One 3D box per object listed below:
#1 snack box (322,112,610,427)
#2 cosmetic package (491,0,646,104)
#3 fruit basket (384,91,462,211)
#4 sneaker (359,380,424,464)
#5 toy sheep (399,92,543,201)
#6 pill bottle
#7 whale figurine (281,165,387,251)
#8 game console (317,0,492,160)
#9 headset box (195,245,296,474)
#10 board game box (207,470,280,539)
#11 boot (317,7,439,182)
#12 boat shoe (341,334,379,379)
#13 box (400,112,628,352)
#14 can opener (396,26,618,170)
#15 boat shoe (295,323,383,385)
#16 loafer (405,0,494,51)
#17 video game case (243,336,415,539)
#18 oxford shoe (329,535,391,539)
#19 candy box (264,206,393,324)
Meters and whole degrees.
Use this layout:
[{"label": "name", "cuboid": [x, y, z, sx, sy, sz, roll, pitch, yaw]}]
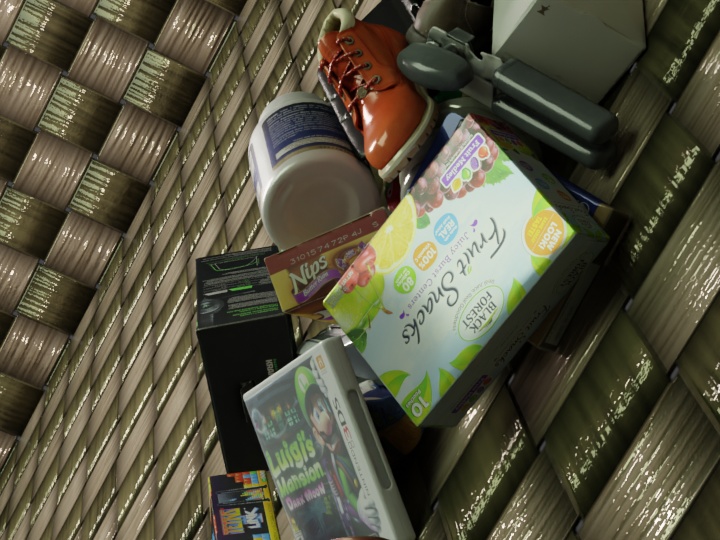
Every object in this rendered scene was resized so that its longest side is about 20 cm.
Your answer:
[{"label": "snack box", "cuboid": [0.077, 0.002, 1.442, 0.200, 0.053, 0.142, -53, 57, 21]}, {"label": "cosmetic package", "cuboid": [0.179, -0.242, 1.628, 0.085, 0.108, 0.200, -51, 19, 37]}, {"label": "fruit basket", "cuboid": [0.060, -0.099, 1.835, 0.185, 0.094, 0.200, -84, 21, -52]}, {"label": "sneaker", "cuboid": [0.006, 0.127, 1.686, 0.088, 0.075, 0.200, -47, 12, -30]}, {"label": "toy sheep", "cuboid": [0.094, -0.085, 1.620, 0.138, 0.138, 0.200, -49, 5, 46]}, {"label": "pill bottle", "cuboid": [-0.049, -0.098, 1.801, 0.111, 0.111, 0.200, -59, 20, 19]}, {"label": "whale figurine", "cuboid": [-0.025, -0.045, 1.935, 0.200, 0.104, 0.159, 101, 177, -46]}, {"label": "game console", "cuboid": [0.071, -0.187, 1.775, 0.200, 0.176, 0.116, -114, 33, -55]}, {"label": "headset box", "cuboid": [-0.111, 0.094, 1.948, 0.200, 0.093, 0.174, -104, 4, -66]}, {"label": "board game box", "cuboid": [-0.094, 0.296, 1.616, 0.165, 0.057, 0.200, -112, 17, -72]}, {"label": "boot", "cuboid": [0.006, -0.152, 1.597, 0.075, 0.107, 0.200, -48, 23, 25]}, {"label": "boat shoe", "cuboid": [0.050, 0.038, 1.650, 0.200, 0.074, 0.065, -19, 39, 48]}, {"label": "box", "cuboid": [0.103, -0.037, 1.484, 0.200, 0.032, 0.121, 35, 103, 38]}, {"label": "can opener", "cuboid": [0.115, -0.136, 1.532, 0.067, 0.200, 0.053, -35, -38, -29]}, {"label": "boat shoe", "cuboid": [-0.001, 0.069, 1.824, 0.066, 0.070, 0.200, -61, 14, -12]}, {"label": "loafer", "cuboid": [0.106, -0.244, 1.688, 0.071, 0.073, 0.200, -66, -6, 31]}, {"label": "video game case", "cuboid": [-0.032, 0.168, 1.639, 0.200, 0.023, 0.182, -37, 72, 61]}, {"label": "oxford shoe", "cuboid": [-0.025, 0.275, 1.576, 0.200, 0.070, 0.075, 128, 144, -66]}, {"label": "candy box", "cuboid": [0.000, 0.000, 1.677, 0.117, 0.056, 0.200, -23, -11, 11]}]
